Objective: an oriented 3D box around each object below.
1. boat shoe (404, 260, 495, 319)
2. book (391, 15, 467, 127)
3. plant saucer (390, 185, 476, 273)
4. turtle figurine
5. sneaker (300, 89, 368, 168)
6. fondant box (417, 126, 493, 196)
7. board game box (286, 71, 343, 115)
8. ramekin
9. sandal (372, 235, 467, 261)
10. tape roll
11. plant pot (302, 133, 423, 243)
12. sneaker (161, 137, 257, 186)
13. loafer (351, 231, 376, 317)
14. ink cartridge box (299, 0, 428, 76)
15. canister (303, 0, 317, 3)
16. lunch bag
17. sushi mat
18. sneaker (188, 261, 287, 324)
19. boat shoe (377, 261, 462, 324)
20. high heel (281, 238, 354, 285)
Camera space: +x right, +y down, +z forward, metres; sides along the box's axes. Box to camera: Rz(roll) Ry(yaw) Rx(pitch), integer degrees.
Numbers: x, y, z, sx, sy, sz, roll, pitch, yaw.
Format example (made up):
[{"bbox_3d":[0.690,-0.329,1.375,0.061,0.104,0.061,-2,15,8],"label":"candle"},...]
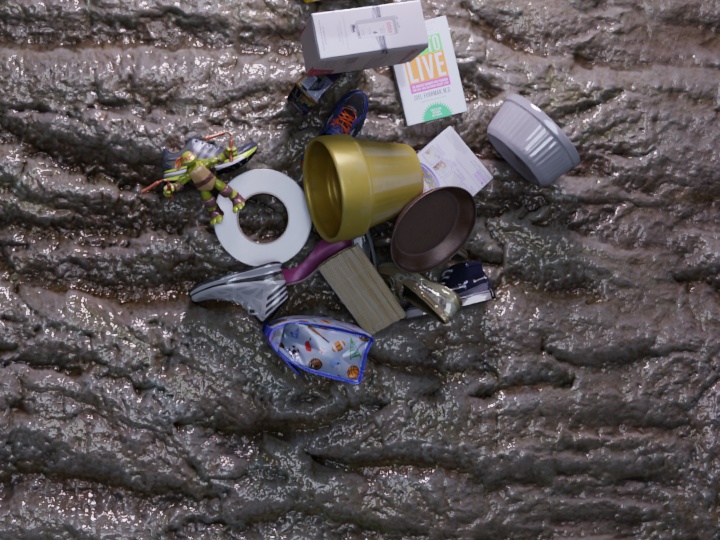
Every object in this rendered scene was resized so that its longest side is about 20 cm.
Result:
[{"bbox_3d":[0.179,0.041,1.667,0.199,0.075,0.093,-13,80,-11],"label":"boat shoe"},{"bbox_3d":[0.136,-0.416,1.656,0.133,0.048,0.201,-15,96,-6],"label":"book"},{"bbox_3d":[0.136,-0.086,1.540,0.200,0.037,0.201,-20,135,-21],"label":"plant saucer"},{"bbox_3d":[-0.304,-0.166,1.507,0.200,0.064,0.162,-36,123,-4],"label":"turtle figurine"},{"bbox_3d":[-0.045,-0.280,1.605,0.075,0.078,0.200,32,86,-10],"label":"sneaker"},{"bbox_3d":[0.156,-0.182,1.655,0.200,0.058,0.144,-42,97,-8],"label":"fondant box"},{"bbox_3d":[-0.053,-0.406,1.556,0.057,0.165,0.200,42,84,-9],"label":"board game box"},{"bbox_3d":[0.347,-0.261,1.625,0.094,0.202,0.202,-44,98,5],"label":"ramekin"},{"bbox_3d":[0.122,-0.033,1.642,0.199,0.080,0.054,8,80,-5],"label":"sandal"},{"bbox_3d":[-0.199,-0.106,1.603,0.202,0.037,0.204,0,92,-11],"label":"tape roll"},{"bbox_3d":[0.010,-0.168,1.519,0.188,0.201,0.202,-12,94,-24],"label":"plant pot"},{"bbox_3d":[-0.302,-0.230,1.565,0.199,0.074,0.081,-17,91,-11],"label":"sneaker"},{"bbox_3d":[0.000,0.000,1.625,0.070,0.070,0.201,-8,93,-11],"label":"loafer"},{"bbox_3d":[0.003,-0.411,1.408,0.199,0.146,0.083,-11,94,-12],"label":"ink cartridge box"},{"bbox_3d":[-0.031,-0.631,1.596,0.199,0.087,0.149,-14,94,-8],"label":"canister"},{"bbox_3d":[-0.095,0.148,1.563,0.199,0.170,0.124,16,88,-12],"label":"lunch bag"},{"bbox_3d":[0.005,0.041,1.591,0.095,0.012,0.200,-31,116,9],"label":"sushi mat"},{"bbox_3d":[-0.238,0.060,1.560,0.200,0.076,0.116,-15,92,10],"label":"sneaker"},{"bbox_3d":[0.108,0.043,1.603,0.199,0.073,0.063,24,66,29],"label":"boat shoe"},{"bbox_3d":[-0.111,-0.028,1.600,0.199,0.067,0.097,-16,91,3],"label":"high heel"}]
